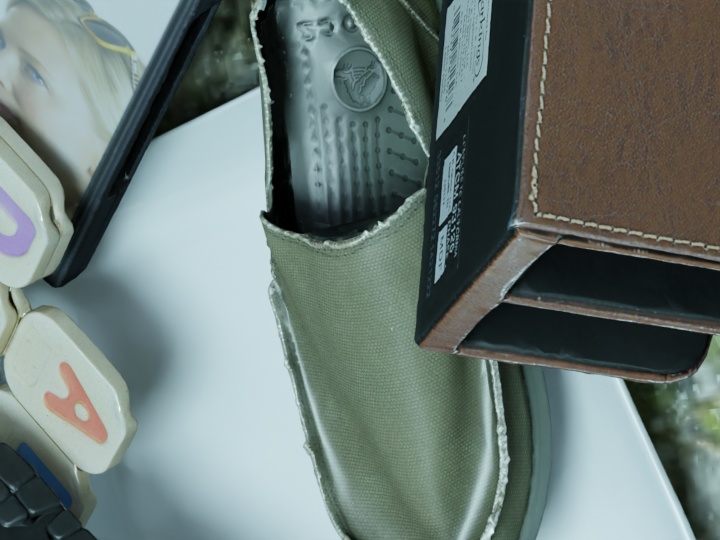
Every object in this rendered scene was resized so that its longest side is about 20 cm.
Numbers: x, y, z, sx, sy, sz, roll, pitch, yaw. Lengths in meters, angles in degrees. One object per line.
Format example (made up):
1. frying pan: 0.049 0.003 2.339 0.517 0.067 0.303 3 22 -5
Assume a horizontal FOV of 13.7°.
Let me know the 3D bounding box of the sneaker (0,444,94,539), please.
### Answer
1. sneaker: -0.077 0.138 0.874 0.200 0.076 0.088 48 153 28

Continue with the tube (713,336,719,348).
1. tube: 0.095 -0.038 0.844 0.200 0.052 0.058 53 150 9

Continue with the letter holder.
1. letter holder: 0.101 -0.077 0.778 0.142 0.101 0.200 9 70 -11

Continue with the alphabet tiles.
1. alphabet tiles: -0.152 0.010 0.935 0.196 0.015 0.200 47 137 14

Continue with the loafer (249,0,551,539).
1. loafer: 0.000 0.000 0.842 0.075 0.070 0.200 -13 88 26

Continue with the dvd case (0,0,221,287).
1. dvd case: -0.106 -0.095 0.849 0.143 0.018 0.200 44 143 8

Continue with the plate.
1. plate: -0.009 0.044 0.906 0.200 0.032 0.200 -24 83 24
